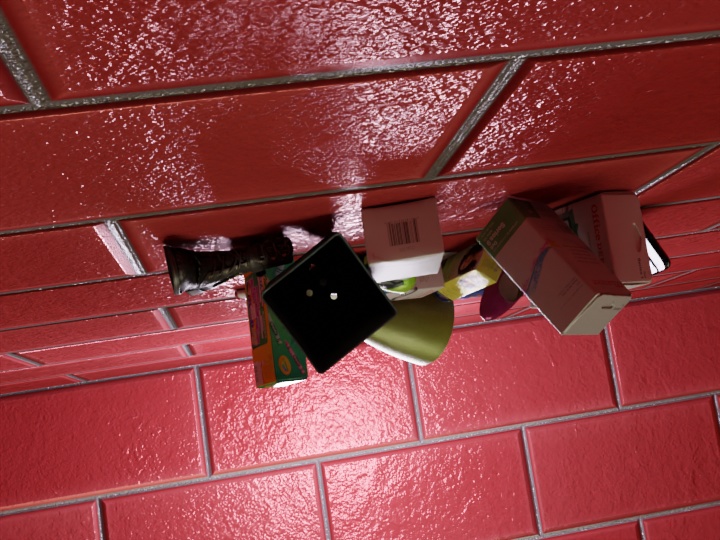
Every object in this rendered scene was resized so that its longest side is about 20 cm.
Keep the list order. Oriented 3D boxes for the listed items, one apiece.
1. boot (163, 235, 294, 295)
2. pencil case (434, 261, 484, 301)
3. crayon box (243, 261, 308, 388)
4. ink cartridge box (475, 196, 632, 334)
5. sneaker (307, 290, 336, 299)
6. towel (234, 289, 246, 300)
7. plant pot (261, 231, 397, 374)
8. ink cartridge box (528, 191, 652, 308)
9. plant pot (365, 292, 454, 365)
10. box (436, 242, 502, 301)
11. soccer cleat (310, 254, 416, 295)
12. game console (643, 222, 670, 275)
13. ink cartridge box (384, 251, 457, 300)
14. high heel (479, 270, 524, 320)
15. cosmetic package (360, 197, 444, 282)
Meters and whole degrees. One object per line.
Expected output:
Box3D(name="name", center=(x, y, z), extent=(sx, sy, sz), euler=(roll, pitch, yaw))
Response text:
Box3D(name="boot", center=(-0.180, -0.019, 1.361), extent=(0.171, 0.071, 0.200), euler=(-15, 175, 2))
Box3D(name="pencil case", center=(0.239, 0.019, 1.956), extent=(0.197, 0.080, 0.086), euler=(-3, -161, -36))
Box3D(name="crayon box", center=(-0.140, 0.085, 1.565), extent=(0.057, 0.205, 0.118), euler=(-4, 171, -23))
Box3D(name="ink cartridge box", center=(0.285, -0.005, 1.403), extent=(0.144, 0.201, 0.088), euler=(4, 130, -55))
Box3D(name="sneaker", center=(-0.099, 0.042, 1.722), extent=(0.196, 0.076, 0.087), euler=(-7, -176, -22))
Box3D(name="towel", center=(-0.136, 0.040, 1.892), extent=(0.196, 0.023, 0.144), euler=(-10, 171, 7))
Box3D(name="plant pot", center=(-0.049, 0.031, 1.407), extent=(0.140, 0.142, 0.200), euler=(-37, -170, 2))
Box3D(name="ink cartridge box", center=(0.354, -0.030, 1.532), extent=(0.083, 0.149, 0.199), euler=(-3, 169, -32))
Box3D(name="plant pot", center=(0.060, 0.087, 1.957), extent=(0.197, 0.191, 0.186), euler=(11, 161, -35))
Box3D(name="box", center=(0.202, -0.001, 1.767), extent=(0.050, 0.076, 0.200), euler=(31, 160, -10))
Box3D(name="soccer cleat", center=(0.000, 0.000, 1.667), extent=(0.195, 0.069, 0.082), euler=(0, 140, 1))
Box3D(name="game console", center=(0.436, -0.033, 1.722), extent=(0.118, 0.174, 0.200), euler=(-34, 174, -7))
Box3D(name="ink cartridge box", center=(0.080, 0.015, 1.801), extent=(0.196, 0.069, 0.116), euler=(-6, 171, -22))
Box3D(name="high heel", center=(0.286, 0.009, 1.692), extent=(0.067, 0.201, 0.096), euler=(38, 173, -11))
Box3D(name="cosmetic package", center=(0.060, -0.039, 1.389), extent=(0.110, 0.083, 0.200), euler=(-9, 173, -1))
